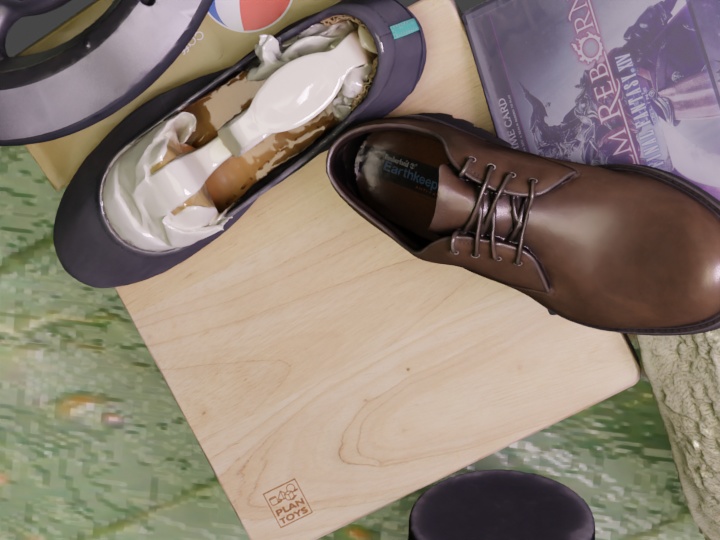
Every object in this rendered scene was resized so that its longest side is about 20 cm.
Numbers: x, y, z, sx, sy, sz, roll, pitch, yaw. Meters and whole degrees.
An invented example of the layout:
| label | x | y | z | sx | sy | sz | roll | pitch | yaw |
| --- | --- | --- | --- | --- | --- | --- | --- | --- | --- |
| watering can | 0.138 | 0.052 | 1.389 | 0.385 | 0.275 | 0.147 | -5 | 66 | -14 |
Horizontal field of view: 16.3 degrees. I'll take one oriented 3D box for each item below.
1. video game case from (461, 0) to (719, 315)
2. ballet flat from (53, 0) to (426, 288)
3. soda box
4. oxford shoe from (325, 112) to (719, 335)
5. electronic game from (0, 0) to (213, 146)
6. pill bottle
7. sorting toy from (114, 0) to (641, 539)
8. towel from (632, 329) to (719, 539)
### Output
| label | x | y | z | sx | sy | sz | roll | pitch | yaw |
| --- | --- | --- | --- | --- | --- | --- | --- | --- | --- |
| video game case | 0.143 | -0.079 | 1.053 | 0.200 | 0.019 | 0.143 | -23 | 78 | 33 |
| ballet flat | -0.060 | -0.057 | 1.104 | 0.200 | 0.073 | 0.073 | -33 | 99 | 12 |
| soda box | -0.074 | -0.120 | 1.159 | 0.200 | 0.068 | 0.064 | -33 | 99 | 11 |
| oxford shoe | 0.069 | -0.017 | 1.046 | 0.200 | 0.084 | 0.073 | 16 | 99 | 32 |
| electronic game | -0.148 | -0.153 | 1.131 | 0.199 | 0.042 | 0.201 | -6 | 74 | 21 |
| pill bottle | 0.064 | 0.200 | 1.178 | 0.111 | 0.112 | 0.201 | 2 | 119 | 4 |
| sorting toy | 0.000 | 0.000 | 1.177 | 0.200 | 0.070 | 0.199 | -27 | 96 | 11 |
| towel | 0.191 | 0.054 | 1.103 | 0.148 | 0.036 | 0.200 | 1 | 123 | 37 |
